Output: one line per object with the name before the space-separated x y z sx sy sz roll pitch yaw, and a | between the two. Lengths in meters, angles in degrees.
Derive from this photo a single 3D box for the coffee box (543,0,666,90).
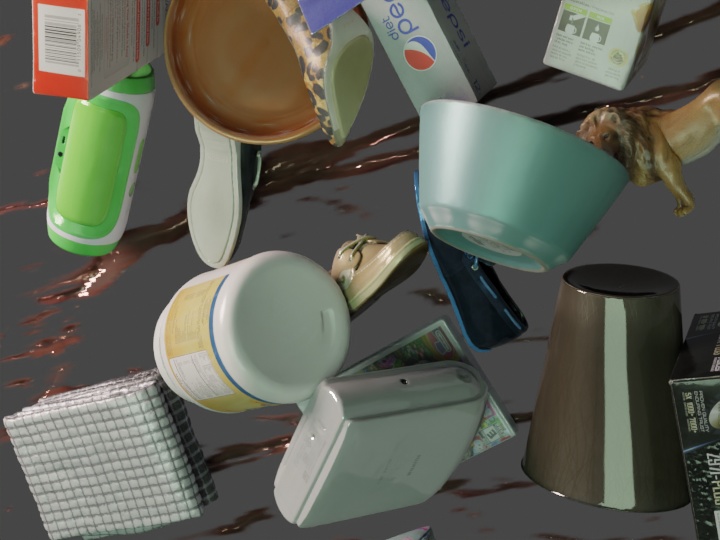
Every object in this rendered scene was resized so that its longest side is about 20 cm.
coffee box | 0.234 -0.274 1.475 0.079 0.114 0.202 20 116 12

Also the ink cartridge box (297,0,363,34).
ink cartridge box | -0.002 -0.337 1.488 0.197 0.201 0.047 -33 141 12

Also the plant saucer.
plant saucer | -0.089 -0.219 1.619 0.198 0.037 0.203 0 87 5

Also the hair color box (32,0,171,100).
hair color box | -0.243 -0.244 1.611 0.063 0.200 0.112 10 113 15

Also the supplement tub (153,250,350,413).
supplement tub | -0.112 0.065 1.674 0.146 0.144 0.199 59 151 -8

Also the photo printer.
photo printer | 0.028 0.168 1.660 0.070 0.198 0.167 54 134 34

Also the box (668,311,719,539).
box | 0.355 0.158 1.568 0.085 0.164 0.202 -6 107 21

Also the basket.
basket | 0.242 0.105 1.608 0.179 0.135 0.202 16 112 38

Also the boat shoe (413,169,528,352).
boat shoe | 0.110 -0.019 1.649 0.068 0.084 0.201 -16 120 17

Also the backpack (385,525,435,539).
backpack | 0.023 0.367 1.746 0.175 0.200 0.154 -24 100 27

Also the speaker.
speaker | -0.267 -0.120 1.732 0.088 0.088 0.202 22 116 11

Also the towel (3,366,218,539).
towel | -0.272 0.204 1.860 0.198 0.086 0.167 -13 106 22

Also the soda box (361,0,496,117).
soda box | 0.050 -0.242 1.579 0.063 0.068 0.201 -23 101 28

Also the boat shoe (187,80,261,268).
boat shoe | -0.129 -0.101 1.703 0.075 0.060 0.202 25 120 31

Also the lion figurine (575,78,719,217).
lion figurine | 0.305 -0.127 1.540 0.199 0.072 0.123 -29 91 12

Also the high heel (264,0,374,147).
high heel | -0.059 -0.222 1.585 0.142 0.071 0.202 14 113 39

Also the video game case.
video game case | 0.046 0.150 1.758 0.199 0.018 0.144 -30 98 27

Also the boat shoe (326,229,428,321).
boat shoe | 0.000 0.000 1.658 0.065 0.072 0.200 56 150 5

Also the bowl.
bowl | 0.132 -0.067 1.517 0.199 0.201 0.106 18 82 13
